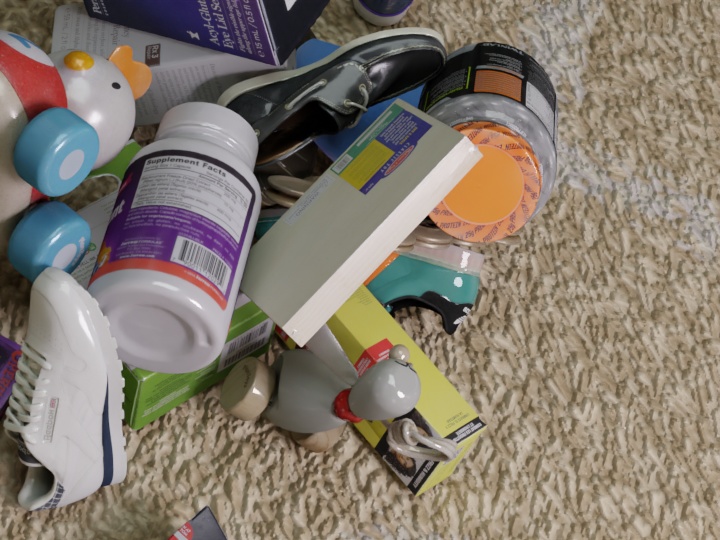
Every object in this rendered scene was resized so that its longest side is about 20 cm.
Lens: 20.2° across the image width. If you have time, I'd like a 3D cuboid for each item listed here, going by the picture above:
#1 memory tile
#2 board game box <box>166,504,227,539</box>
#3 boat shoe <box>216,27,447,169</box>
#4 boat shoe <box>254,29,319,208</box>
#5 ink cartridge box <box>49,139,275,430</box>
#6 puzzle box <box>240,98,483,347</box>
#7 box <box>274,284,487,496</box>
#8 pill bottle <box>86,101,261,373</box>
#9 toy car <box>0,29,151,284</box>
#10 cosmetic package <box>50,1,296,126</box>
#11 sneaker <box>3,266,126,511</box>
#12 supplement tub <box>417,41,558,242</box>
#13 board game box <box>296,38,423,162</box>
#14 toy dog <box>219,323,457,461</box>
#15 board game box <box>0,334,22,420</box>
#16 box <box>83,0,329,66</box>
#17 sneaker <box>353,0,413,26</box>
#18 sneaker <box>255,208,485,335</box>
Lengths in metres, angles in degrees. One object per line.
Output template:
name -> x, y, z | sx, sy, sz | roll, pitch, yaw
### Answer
memory tile -> 0.029, -0.051, 1.693 | 0.153, 0.017, 0.200 | 25, 19, 35
board game box -> -0.140, 0.279, 1.474 | 0.199, 0.062, 0.201 | -6, 58, -21
boat shoe -> -0.017, -0.140, 1.671 | 0.199, 0.072, 0.068 | -21, 52, -6
boat shoe -> -0.081, -0.127, 1.765 | 0.072, 0.068, 0.201 | 42, 42, -32
ink cartridge box -> -0.182, 0.007, 1.637 | 0.148, 0.076, 0.200 | -30, 65, -31
puzzle box -> -0.007, -0.040, 1.546 | 0.200, 0.133, 0.025 | -46, 118, -3
box -> 0.010, 0.082, 1.642 | 0.050, 0.075, 0.200 | -25, 68, -41
pill bottle -> -0.138, -0.031, 1.557 | 0.111, 0.112, 0.201 | 17, 51, -6
toy car -> -0.234, -0.125, 1.532 | 0.184, 0.177, 0.200 | 36, 48, 22
cosmetic package -> -0.158, -0.185, 1.724 | 0.199, 0.074, 0.102 | -10, 49, 7
sneaker -> -0.224, 0.092, 1.496 | 0.080, 0.201, 0.076 | -21, 35, -26
supplement tub -> 0.102, -0.104, 1.666 | 0.122, 0.123, 0.200 | 21, 24, -2
board game box -> 0.017, -0.121, 1.784 | 0.199, 0.039, 0.158 | 13, 45, -26
toy dog -> -0.015, 0.078, 1.566 | 0.199, 0.132, 0.097 | 0, 64, 36
board game box -> -0.347, 0.114, 1.541 | 0.120, 0.032, 0.200 | 26, 54, 6
box -> -0.138, -0.271, 1.648 | 0.199, 0.148, 0.104 | 16, 56, 26
sneaker -> 0.048, -0.341, 1.896 | 0.080, 0.147, 0.201 | 17, 54, -6
sneaker -> 0.000, 0.000, 1.698 | 0.199, 0.071, 0.080 | 14, 88, 11
